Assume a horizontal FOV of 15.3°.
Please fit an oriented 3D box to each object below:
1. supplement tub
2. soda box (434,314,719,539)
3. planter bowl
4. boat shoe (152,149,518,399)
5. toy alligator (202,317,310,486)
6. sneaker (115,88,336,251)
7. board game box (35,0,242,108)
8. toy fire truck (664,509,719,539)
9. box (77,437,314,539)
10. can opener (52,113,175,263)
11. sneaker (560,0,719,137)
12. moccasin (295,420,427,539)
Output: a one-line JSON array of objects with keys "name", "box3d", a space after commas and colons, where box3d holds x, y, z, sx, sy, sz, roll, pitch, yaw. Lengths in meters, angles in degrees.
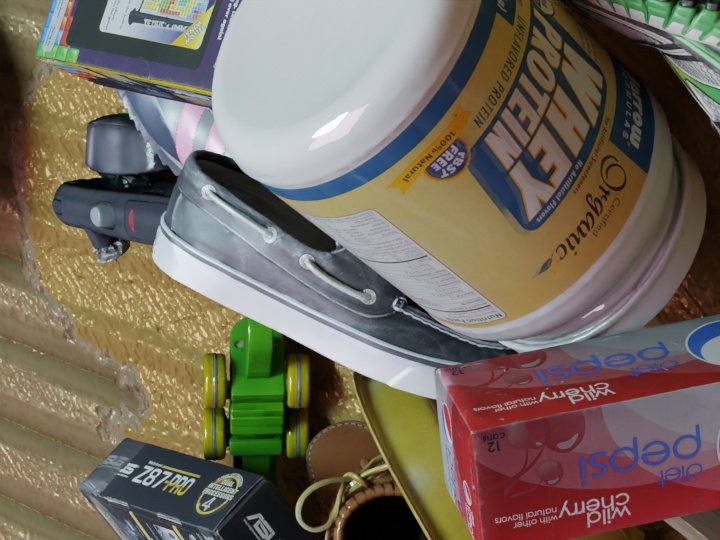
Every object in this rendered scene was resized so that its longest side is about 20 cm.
[{"name": "supplement tub", "box3d": [0.047, -0.058, 1.185, 0.144, 0.145, 0.200, -2, 149, 47]}, {"name": "soda box", "box3d": [0.137, 0.066, 1.172, 0.070, 0.199, 0.064, -119, 20, -65]}, {"name": "planter bowl", "box3d": [0.083, 0.113, 1.316, 0.201, 0.083, 0.200, 56, -175, -8]}, {"name": "boat shoe", "box3d": [0.000, 0.000, 1.279, 0.199, 0.072, 0.068, 25, 115, 9]}, {"name": "toy alligator", "box3d": [-0.060, 0.089, 1.519, 0.054, 0.059, 0.201, -94, 5, -48]}, {"name": "sneaker", "box3d": [-0.051, -0.066, 1.355, 0.082, 0.070, 0.200, -41, 83, 35]}, {"name": "board game box", "box3d": [-0.057, -0.178, 1.285, 0.165, 0.057, 0.201, 15, 86, 41]}, {"name": "toy fire truck", "box3d": [0.174, 0.144, 1.195, 0.199, 0.176, 0.129, 7, 116, 46]}, {"name": "box", "box3d": [-0.053, 0.188, 1.490, 0.161, 0.049, 0.200, 6, 137, 57]}, {"name": "can opener", "box3d": [-0.108, -0.034, 1.470, 0.200, 0.063, 0.079, 20, 125, 54]}, {"name": "sneaker", "box3d": [0.161, -0.087, 1.158, 0.200, 0.078, 0.086, 33, 133, 30]}, {"name": "moccasin", "box3d": [0.014, 0.136, 1.397, 0.078, 0.073, 0.202, 57, -175, -34]}]
